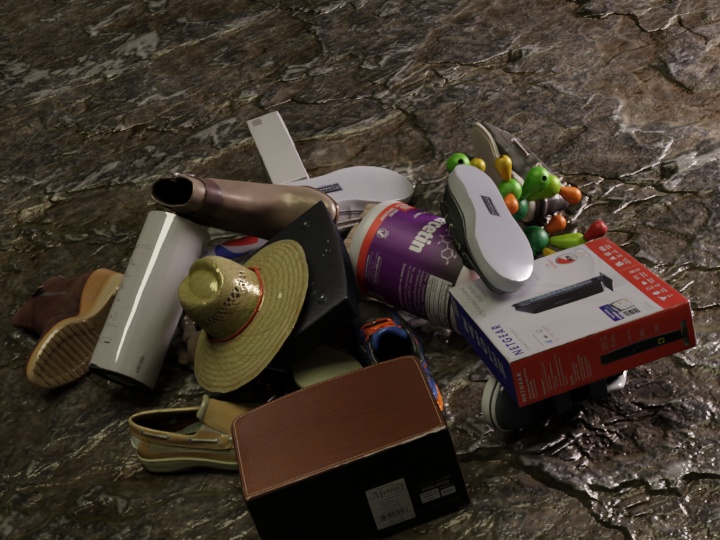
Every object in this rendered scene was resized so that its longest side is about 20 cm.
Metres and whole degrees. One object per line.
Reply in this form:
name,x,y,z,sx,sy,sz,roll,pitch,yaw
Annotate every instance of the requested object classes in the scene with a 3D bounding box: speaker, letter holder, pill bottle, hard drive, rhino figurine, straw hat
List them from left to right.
speaker,-0.243,0.034,1.592,0.081,0.081,0.201,8,71,33
straw hat,-0.147,0.028,1.460,0.201,0.085,0.202,-38,34,31
rhino figurine,-0.123,0.057,1.591,0.200,0.060,0.087,-32,38,-12
hard drive,-0.065,0.018,1.493,0.135,0.042,0.200,-37,32,13
letter holder,-0.014,0.182,1.337,0.199,0.101,0.142,-20,32,-2
pill bottle,0.092,0.002,1.509,0.199,0.113,0.112,22,50,29

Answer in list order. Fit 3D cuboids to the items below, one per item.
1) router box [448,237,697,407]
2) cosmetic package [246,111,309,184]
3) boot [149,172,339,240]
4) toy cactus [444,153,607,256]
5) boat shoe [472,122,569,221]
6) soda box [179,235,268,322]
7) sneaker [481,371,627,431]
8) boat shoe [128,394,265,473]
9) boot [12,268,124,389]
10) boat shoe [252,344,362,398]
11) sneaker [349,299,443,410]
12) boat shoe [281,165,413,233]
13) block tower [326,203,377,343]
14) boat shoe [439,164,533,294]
router box,0.199,0.045,1.329,0.179,0.049,0.200,-18,22,-8
cosmetic package,-0.101,-0.131,1.832,0.050,0.083,0.200,-19,34,-5
boot,-0.143,-0.077,1.597,0.199,0.146,0.071,-2,79,43
toy cactus,0.164,-0.050,1.557,0.165,0.199,0.103,-46,33,36
boat shoe,0.195,-0.123,1.703,0.057,0.067,0.200,-9,37,-15
soda box,-0.139,0.003,1.673,0.199,0.068,0.064,-15,34,6
sneaker,0.210,0.095,1.369,0.200,0.079,0.079,-37,32,-27
boat shoe,-0.150,0.165,1.443,0.199,0.076,0.072,-11,34,11
boot,-0.381,0.074,1.710,0.166,0.073,0.200,-3,37,42
boat shoe,-0.055,0.118,1.480,0.073,0.063,0.201,-19,29,-32
sneaker,0.035,0.083,1.469,0.075,0.079,0.200,-23,34,-8
boat shoe,-0.026,-0.079,1.733,0.199,0.066,0.072,-15,52,-31
block tower,0.000,0.000,1.622,0.054,0.058,0.200,1,40,28
boat shoe,0.126,-0.033,1.414,0.068,0.057,0.200,15,33,-21
